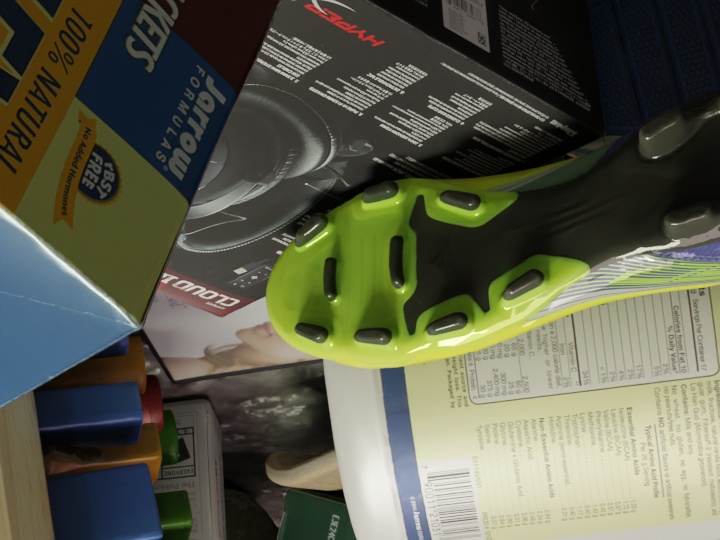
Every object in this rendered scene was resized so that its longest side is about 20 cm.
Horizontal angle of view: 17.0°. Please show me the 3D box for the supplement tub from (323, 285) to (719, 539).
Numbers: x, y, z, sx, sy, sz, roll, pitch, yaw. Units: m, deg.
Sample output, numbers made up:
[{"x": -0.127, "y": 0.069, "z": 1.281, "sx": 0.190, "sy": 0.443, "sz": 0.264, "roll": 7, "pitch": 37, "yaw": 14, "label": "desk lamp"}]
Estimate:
[{"x": 0.093, "y": 0.033, "z": 0.897, "sx": 0.199, "sy": 0.145, "sz": 0.145, "roll": -8, "pitch": 153, "yaw": 6, "label": "supplement tub"}]

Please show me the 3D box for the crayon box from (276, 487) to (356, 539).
[{"x": 0.022, "y": 0.175, "z": 1.174, "sx": 0.051, "sy": 0.126, "sz": 0.200, "roll": 12, "pitch": 179, "yaw": 29, "label": "crayon box"}]

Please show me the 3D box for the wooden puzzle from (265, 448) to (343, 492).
[{"x": 0.085, "y": 0.066, "z": 1.097, "sx": 0.200, "sy": 0.046, "sz": 0.185, "roll": -20, "pitch": 159, "yaw": 37, "label": "wooden puzzle"}]

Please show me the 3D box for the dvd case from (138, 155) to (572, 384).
[{"x": 0.000, "y": 0.000, "z": 0.999, "sx": 0.199, "sy": 0.018, "sz": 0.143, "roll": -9, "pitch": 152, "yaw": 7, "label": "dvd case"}]

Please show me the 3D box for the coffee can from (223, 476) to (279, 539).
[{"x": -0.112, "y": 0.202, "z": 1.237, "sx": 0.146, "sy": 0.147, "sz": 0.200, "roll": 0, "pitch": 153, "yaw": -8, "label": "coffee can"}]

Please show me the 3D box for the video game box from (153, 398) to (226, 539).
[{"x": -0.158, "y": 0.161, "z": 1.111, "sx": 0.199, "sy": 0.183, "sz": 0.047, "roll": -6, "pitch": 153, "yaw": 5, "label": "video game box"}]

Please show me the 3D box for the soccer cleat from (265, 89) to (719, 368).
[{"x": 0.066, "y": -0.005, "z": 0.788, "sx": 0.200, "sy": 0.065, "sz": 0.084, "roll": -18, "pitch": 157, "yaw": 19, "label": "soccer cleat"}]

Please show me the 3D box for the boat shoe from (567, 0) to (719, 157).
[{"x": 0.156, "y": -0.066, "z": 0.836, "sx": 0.199, "sy": 0.072, "sz": 0.072, "roll": -9, "pitch": 154, "yaw": 9, "label": "boat shoe"}]

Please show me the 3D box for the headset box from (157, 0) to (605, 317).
[{"x": -0.043, "y": -0.062, "z": 0.807, "sx": 0.200, "sy": 0.077, "sz": 0.149, "roll": -24, "pitch": 147, "yaw": 35, "label": "headset box"}]

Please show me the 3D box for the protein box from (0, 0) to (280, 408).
[{"x": -0.170, "y": -0.054, "z": 0.662, "sx": 0.198, "sy": 0.135, "sz": 0.200, "roll": 42, "pitch": 133, "yaw": -23, "label": "protein box"}]

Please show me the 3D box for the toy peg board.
[{"x": -0.108, "y": 0.107, "z": 1.003, "sx": 0.098, "sy": 0.200, "sz": 0.199, "roll": -6, "pitch": 154, "yaw": -14, "label": "toy peg board"}]
